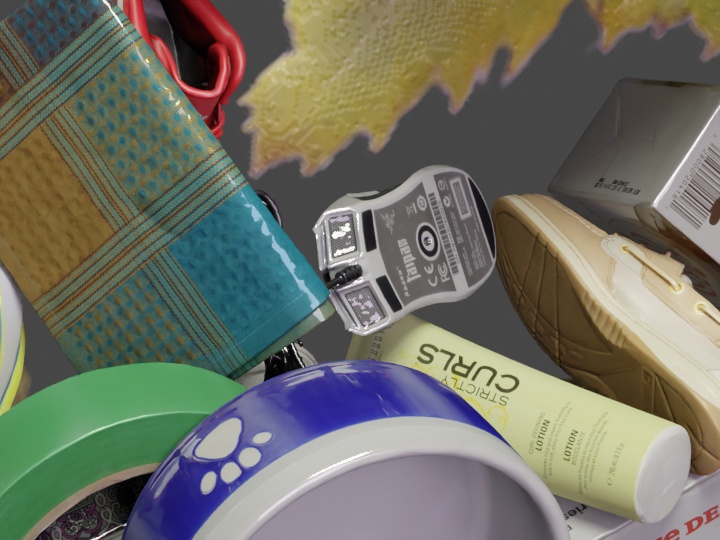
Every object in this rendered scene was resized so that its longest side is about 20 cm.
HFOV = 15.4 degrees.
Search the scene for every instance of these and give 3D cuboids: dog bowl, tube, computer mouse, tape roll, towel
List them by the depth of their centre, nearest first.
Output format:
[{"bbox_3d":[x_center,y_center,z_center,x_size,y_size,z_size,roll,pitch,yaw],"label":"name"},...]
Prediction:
[{"bbox_3d":[-0.008,0.144,1.203,0.200,0.079,0.200,-13,123,-21],"label":"dog bowl"},{"bbox_3d":[-0.108,0.140,1.227,0.200,0.048,0.201,-13,122,-21],"label":"tape roll"},{"bbox_3d":[-0.115,-0.029,1.240,0.200,0.147,0.022,55,35,-2],"label":"towel"},{"bbox_3d":[0.000,0.000,1.327,0.200,0.044,0.110,-21,94,-53],"label":"computer mouse"},{"bbox_3d":[0.068,0.074,1.328,0.058,0.200,0.052,-45,138,-32],"label":"tube"}]

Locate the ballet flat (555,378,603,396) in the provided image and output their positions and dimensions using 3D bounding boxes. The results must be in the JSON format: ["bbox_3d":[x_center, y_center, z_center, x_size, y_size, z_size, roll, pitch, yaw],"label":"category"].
[{"bbox_3d":[0.062,0.103,1.398,0.200,0.071,0.065,-23,79,-21],"label":"ballet flat"}]

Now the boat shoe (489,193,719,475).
[{"bbox_3d":[0.142,0.025,1.354,0.069,0.200,0.074,-22,141,-26],"label":"boat shoe"}]

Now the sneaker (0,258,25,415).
[{"bbox_3d":[-0.199,0.090,1.253,0.076,0.105,0.200,18,91,-24],"label":"sneaker"}]

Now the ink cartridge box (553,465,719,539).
[{"bbox_3d":[0.153,0.167,1.389,0.146,0.083,0.200,-27,130,-17],"label":"ink cartridge box"}]

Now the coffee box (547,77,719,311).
[{"bbox_3d":[0.214,-0.012,1.410,0.200,0.114,0.080,38,81,-24],"label":"coffee box"}]

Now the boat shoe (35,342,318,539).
[{"bbox_3d":[-0.101,0.094,1.315,0.200,0.068,0.072,-21,105,-19],"label":"boat shoe"}]

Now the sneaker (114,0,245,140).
[{"bbox_3d":[-0.094,-0.054,1.271,0.078,0.115,0.200,-22,104,-18],"label":"sneaker"}]
